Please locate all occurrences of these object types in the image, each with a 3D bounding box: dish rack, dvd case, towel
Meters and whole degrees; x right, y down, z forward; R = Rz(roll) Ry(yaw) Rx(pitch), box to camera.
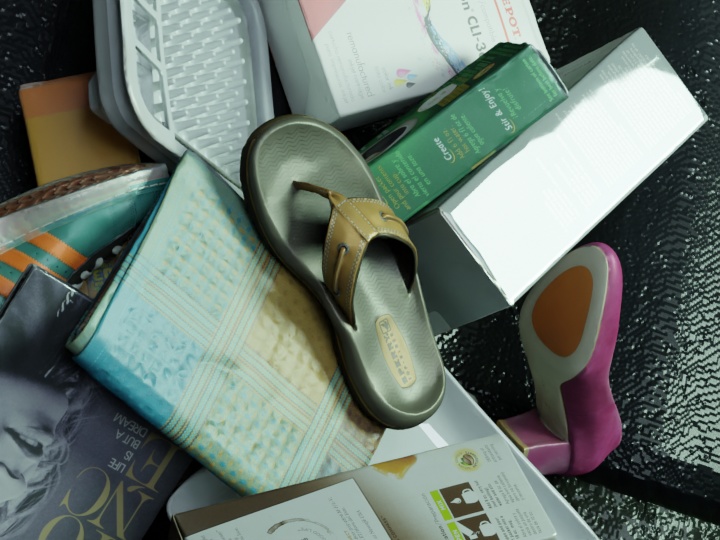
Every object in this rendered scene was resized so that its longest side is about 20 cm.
[{"bbox_3d":[-0.112,-0.128,1.548,0.200,0.043,0.173,37,42,-58],"label":"dish rack"},{"bbox_3d":[-0.180,0.115,1.452,0.148,0.016,0.201,32,92,-29],"label":"dvd case"},{"bbox_3d":[-0.064,0.049,1.471,0.200,0.022,0.147,42,59,-23],"label":"towel"}]

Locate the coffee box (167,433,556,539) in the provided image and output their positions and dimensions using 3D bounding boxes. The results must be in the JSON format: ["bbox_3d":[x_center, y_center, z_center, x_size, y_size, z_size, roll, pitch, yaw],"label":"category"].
[{"bbox_3d":[-0.005,0.172,1.409,0.199,0.115,0.080,-12,51,-23],"label":"coffee box"}]

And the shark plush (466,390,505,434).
[{"bbox_3d":[0.005,0.107,1.596,0.199,0.091,0.084,19,102,-26],"label":"shark plush"}]

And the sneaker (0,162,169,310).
[{"bbox_3d":[-0.193,0.003,1.473,0.199,0.071,0.080,-25,103,-12],"label":"sneaker"}]

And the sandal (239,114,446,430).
[{"bbox_3d":[0.000,0.000,1.478,0.081,0.054,0.201,-28,100,-29],"label":"sandal"}]

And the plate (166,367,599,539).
[{"bbox_3d":[0.014,0.157,1.515,0.199,0.032,0.200,-40,84,-27],"label":"plate"}]

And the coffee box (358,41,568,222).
[{"bbox_3d":[0.029,-0.065,1.575,0.200,0.123,0.044,-37,98,-2],"label":"coffee box"}]

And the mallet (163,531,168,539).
[{"bbox_3d":[-0.045,0.232,1.559,0.066,0.041,0.201,-29,87,-29],"label":"mallet"}]

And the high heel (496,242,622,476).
[{"bbox_3d":[0.149,0.055,1.612,0.095,0.201,0.067,-14,43,-32],"label":"high heel"}]

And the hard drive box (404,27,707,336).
[{"bbox_3d":[0.099,-0.051,1.626,0.200,0.156,0.077,-41,98,-26],"label":"hard drive box"}]

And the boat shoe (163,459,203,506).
[{"bbox_3d":[-0.172,0.124,1.505,0.199,0.065,0.072,-13,85,-27],"label":"boat shoe"}]

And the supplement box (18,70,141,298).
[{"bbox_3d":[-0.155,-0.015,1.540,0.066,0.069,0.202,-11,81,-6],"label":"supplement box"}]

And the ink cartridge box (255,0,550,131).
[{"bbox_3d":[0.040,-0.169,1.675,0.199,0.067,0.117,-18,86,-28],"label":"ink cartridge box"}]
